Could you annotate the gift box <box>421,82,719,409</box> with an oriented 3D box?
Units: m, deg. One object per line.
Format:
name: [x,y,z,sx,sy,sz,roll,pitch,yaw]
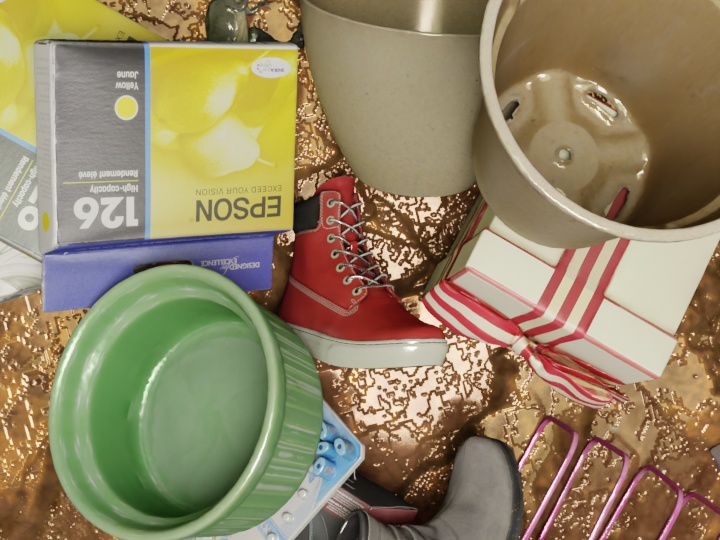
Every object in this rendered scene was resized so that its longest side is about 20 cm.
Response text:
gift box: [0.165,-0.003,0.946,0.184,0.200,0.187,29,77,2]

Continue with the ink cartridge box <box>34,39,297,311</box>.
ink cartridge box: [-0.144,-0.072,0.920,0.197,0.047,0.202,-6,102,-31]

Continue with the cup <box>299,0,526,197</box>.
cup: [0.048,-0.142,0.943,0.199,0.201,0.144,4,117,-1]

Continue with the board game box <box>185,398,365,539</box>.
board game box: [-0.122,0.149,0.964,0.200,0.026,0.200,-49,57,6]

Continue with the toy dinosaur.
toy dinosaur: [-0.093,-0.173,0.999,0.087,0.047,0.201,8,98,2]

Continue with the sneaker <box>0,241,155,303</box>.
sneaker: [-0.251,-0.031,0.989,0.199,0.078,0.100,-9,90,-1]

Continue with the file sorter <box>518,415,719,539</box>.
file sorter: [0.216,0.219,0.979,0.199,0.139,0.126,29,90,-2]

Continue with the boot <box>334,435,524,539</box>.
boot: [0.046,0.196,0.887,0.131,0.070,0.201,25,54,-23]

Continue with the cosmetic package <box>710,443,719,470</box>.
cosmetic package: [0.376,0.229,0.999,0.071,0.101,0.201,-27,93,1]

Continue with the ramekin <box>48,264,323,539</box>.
ramekin: [-0.124,0.104,0.902,0.199,0.098,0.201,-8,72,25]

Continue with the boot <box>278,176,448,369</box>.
boot: [0.000,0.000,0.941,0.072,0.200,0.145,5,93,-35]

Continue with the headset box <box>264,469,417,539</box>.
headset box: [-0.057,0.227,0.971,0.148,0.077,0.201,27,95,34]

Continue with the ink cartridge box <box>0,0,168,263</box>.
ink cartridge box: [-0.233,-0.112,0.934,0.199,0.047,0.199,28,82,-4]

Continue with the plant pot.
plant pot: [0.152,-0.097,0.770,0.199,0.184,0.202,2,79,-8]
